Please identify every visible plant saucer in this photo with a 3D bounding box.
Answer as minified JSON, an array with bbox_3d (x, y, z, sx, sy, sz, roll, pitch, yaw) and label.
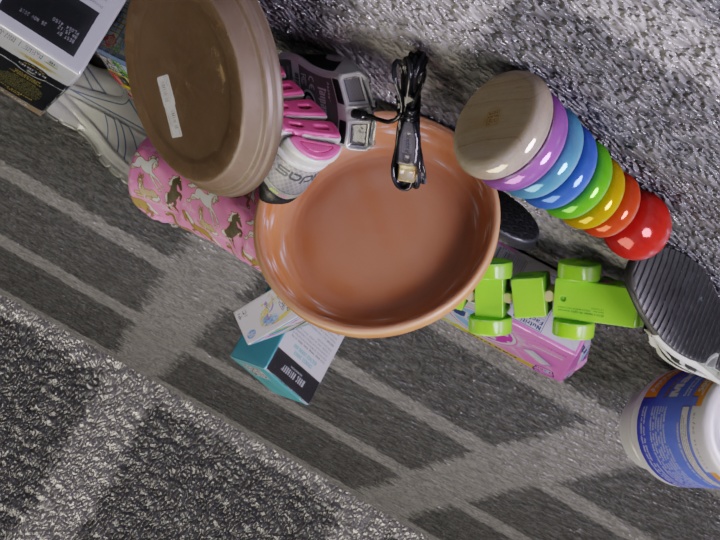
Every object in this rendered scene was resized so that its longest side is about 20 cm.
[{"bbox_3d":[0.014,-0.034,1.640,0.199,0.201,0.037,24,159,20],"label":"plant saucer"},{"bbox_3d":[-0.128,-0.153,1.586,0.200,0.029,0.201,28,126,46],"label":"plant saucer"}]

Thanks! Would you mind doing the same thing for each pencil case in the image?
[{"bbox_3d":[-0.113,-0.057,1.758,0.200,0.083,0.087,26,163,41],"label":"pencil case"}]

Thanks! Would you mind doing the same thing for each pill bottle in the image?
[{"bbox_3d":[0.317,0.144,1.872,0.112,0.112,0.200,32,166,-15],"label":"pill bottle"}]

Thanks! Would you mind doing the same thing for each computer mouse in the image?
[{"bbox_3d":[-0.005,-0.135,1.611,0.200,0.044,0.110,25,127,51],"label":"computer mouse"}]

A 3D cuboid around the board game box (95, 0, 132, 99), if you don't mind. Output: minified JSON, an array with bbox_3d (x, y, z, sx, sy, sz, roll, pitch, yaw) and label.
[{"bbox_3d":[-0.109,-0.142,1.794,0.199,0.062,0.200,24,165,24],"label":"board game box"}]

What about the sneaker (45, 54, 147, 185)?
[{"bbox_3d":[-0.219,-0.142,1.902,0.200,0.087,0.075,40,-168,-3],"label":"sneaker"}]

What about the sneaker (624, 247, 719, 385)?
[{"bbox_3d":[0.262,0.044,1.699,0.088,0.074,0.200,10,156,48],"label":"sneaker"}]

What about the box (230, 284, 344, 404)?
[{"bbox_3d":[-0.041,0.019,1.944,0.049,0.201,0.082,17,162,39],"label":"box"}]

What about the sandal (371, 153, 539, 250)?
[{"bbox_3d":[0.062,-0.062,1.714,0.200,0.048,0.075,30,-152,21],"label":"sandal"}]

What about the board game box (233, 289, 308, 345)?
[{"bbox_3d":[0.000,0.000,1.795,0.200,0.134,0.034,-30,82,39],"label":"board game box"}]

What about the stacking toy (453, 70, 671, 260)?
[{"bbox_3d":[0.159,-0.066,1.514,0.200,0.086,0.085,34,166,-39],"label":"stacking toy"}]

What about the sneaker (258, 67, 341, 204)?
[{"bbox_3d":[-0.097,-0.129,1.637,0.074,0.088,0.200,-12,-128,-45],"label":"sneaker"}]

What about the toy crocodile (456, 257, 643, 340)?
[{"bbox_3d":[0.156,0.021,1.797,0.199,0.068,0.062,3,-168,17],"label":"toy crocodile"}]

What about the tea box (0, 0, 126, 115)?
[{"bbox_3d":[-0.293,-0.244,1.640,0.200,0.134,0.197,33,165,-14],"label":"tea box"}]

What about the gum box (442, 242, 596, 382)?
[{"bbox_3d":[0.130,0.025,1.908,0.199,0.066,0.114,28,165,6],"label":"gum box"}]
